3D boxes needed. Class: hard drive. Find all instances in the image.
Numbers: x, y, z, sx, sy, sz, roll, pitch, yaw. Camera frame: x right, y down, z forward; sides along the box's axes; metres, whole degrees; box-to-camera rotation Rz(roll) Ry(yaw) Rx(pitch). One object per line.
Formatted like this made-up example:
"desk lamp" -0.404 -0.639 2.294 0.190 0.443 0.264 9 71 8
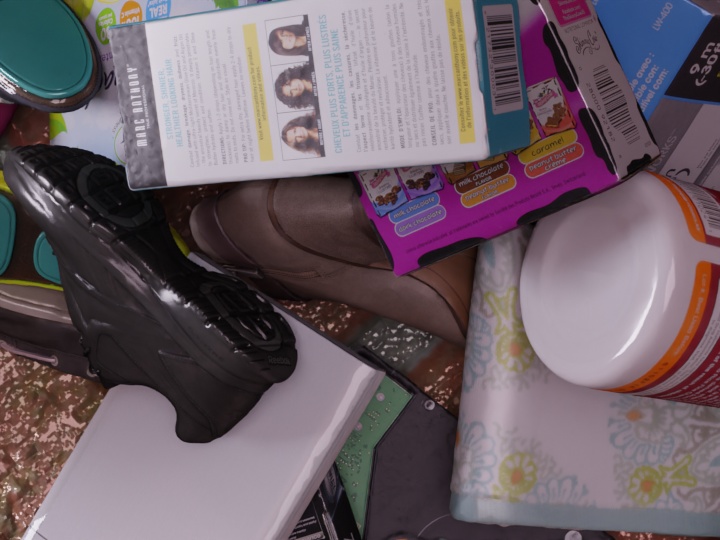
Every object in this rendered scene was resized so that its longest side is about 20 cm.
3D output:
"hard drive" 0.037 0.158 0.902 0.200 0.038 0.140 37 88 2
"hard drive" -0.091 0.108 0.833 0.132 0.027 0.200 31 91 19

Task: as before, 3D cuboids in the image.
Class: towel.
"towel" 0.150 0.067 0.870 0.199 0.048 0.172 7 85 -22

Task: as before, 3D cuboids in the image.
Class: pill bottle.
"pill bottle" 0.191 0.017 0.793 0.200 0.113 0.113 11 86 -35

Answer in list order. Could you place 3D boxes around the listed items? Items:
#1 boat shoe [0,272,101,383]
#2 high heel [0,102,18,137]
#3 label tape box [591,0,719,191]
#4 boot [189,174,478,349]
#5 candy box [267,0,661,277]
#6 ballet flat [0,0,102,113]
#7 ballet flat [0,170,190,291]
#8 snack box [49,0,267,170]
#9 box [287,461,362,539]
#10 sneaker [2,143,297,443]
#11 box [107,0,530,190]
"boat shoe" -0.138 0.041 0.908 0.199 0.057 0.067 19 48 -1
"high heel" -0.262 -0.033 0.922 0.067 0.096 0.200 28 70 43
"label tape box" 0.150 -0.090 0.813 0.063 0.200 0.144 46 121 32
"boot" 0.000 0.000 0.884 0.146 0.200 0.070 -5 55 32
"candy box" 0.040 -0.115 0.727 0.136 0.061 0.200 -23 94 34
"ballet flat" -0.216 -0.147 0.889 0.073 0.073 0.200 -43 66 -2
"ballet flat" -0.194 -0.025 0.876 0.199 0.067 0.067 15 114 -8
"snack box" -0.107 -0.121 0.850 0.053 0.200 0.143 0 86 -42
"box" -0.089 0.205 0.871 0.199 0.044 0.161 -20 89 14
"sneaker" -0.129 0.012 0.804 0.200 0.076 0.091 45 115 15
"box" -0.023 -0.087 0.702 0.199 0.049 0.083 -2 99 31
